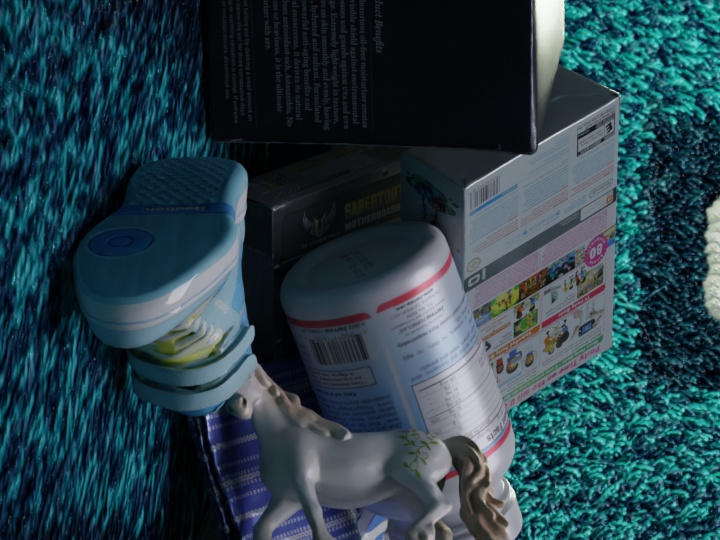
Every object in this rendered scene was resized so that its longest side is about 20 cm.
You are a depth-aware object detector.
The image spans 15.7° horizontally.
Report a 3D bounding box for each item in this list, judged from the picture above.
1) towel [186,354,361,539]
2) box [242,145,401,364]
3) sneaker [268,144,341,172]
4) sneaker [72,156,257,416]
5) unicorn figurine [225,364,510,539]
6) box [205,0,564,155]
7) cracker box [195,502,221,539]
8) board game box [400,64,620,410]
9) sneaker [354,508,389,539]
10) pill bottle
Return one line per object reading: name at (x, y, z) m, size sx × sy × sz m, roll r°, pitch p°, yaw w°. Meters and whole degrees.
towel at (-0.038, 0.153, 1.559) m, size 0.145 × 0.024 × 0.201 m, roll -11°, pitch 85°, yaw -61°
box at (0.000, 0.000, 1.678) m, size 0.200 × 0.048 × 0.159 m, roll -22°, pitch 121°, yaw -40°
sneaker at (-0.011, -0.066, 1.750) m, size 0.081 × 0.076 × 0.201 m, roll 15°, pitch 85°, yaw -43°
sneaker at (-0.093, 0.030, 1.321) m, size 0.200 × 0.079 × 0.131 m, roll -63°, pitch 154°, yaw -68°
unicorn figurine at (-0.015, 0.117, 1.502) m, size 0.074 × 0.199 × 0.138 m, roll -51°, pitch -146°, yaw 47°
box at (0.021, -0.165, 1.605) m, size 0.200 × 0.198 × 0.124 m, roll -71°, pitch 162°, yaw -63°
cracker box at (-0.061, 0.195, 1.660) m, size 0.200 × 0.058 × 0.134 m, roll -69°, pitch 160°, yaw -62°
board game box at (0.095, -0.011, 1.670) m, size 0.147 × 0.064 × 0.200 m, roll -29°, pitch 133°, yaw -34°
sneaker at (-0.035, 0.188, 1.847) m, size 0.146 × 0.080 × 0.200 m, roll 39°, pitch 74°, yaw -48°
pill bottle at (0.031, 0.080, 1.593) m, size 0.109 × 0.108 × 0.200 m, roll -68°, pitch 141°, yaw -65°
